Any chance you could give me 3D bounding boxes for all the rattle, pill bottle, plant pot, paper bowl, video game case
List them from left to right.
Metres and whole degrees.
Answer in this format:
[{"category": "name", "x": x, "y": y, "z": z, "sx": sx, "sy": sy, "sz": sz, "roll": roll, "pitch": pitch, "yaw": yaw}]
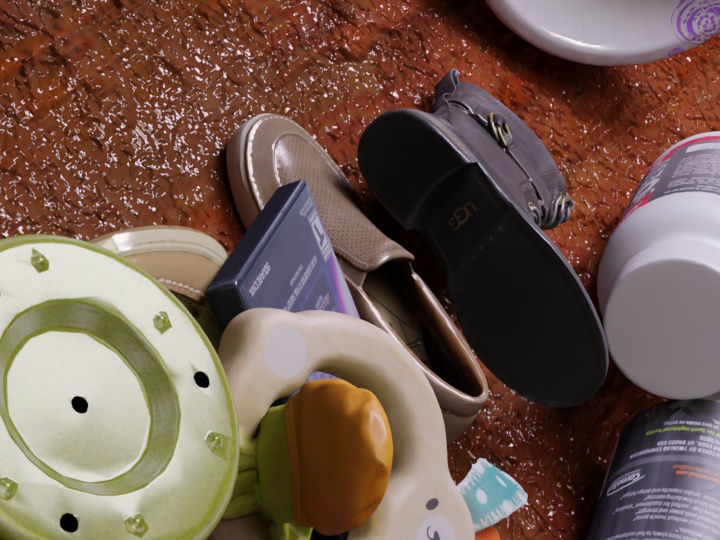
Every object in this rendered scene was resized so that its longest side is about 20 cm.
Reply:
[{"category": "plant pot", "x": -0.148, "y": 0.085, "z": 0.743, "sx": 0.200, "sy": 0.193, "sz": 0.201, "roll": 22, "pitch": 50, "yaw": -29}, {"category": "video game case", "x": -0.011, "y": 0.072, "z": 0.912, "sx": 0.143, "sy": 0.019, "sz": 0.201, "roll": -63, "pitch": 133, "yaw": -67}, {"category": "rattle", "x": 0.035, "y": 0.089, "z": 0.802, "sx": 0.200, "sy": 0.143, "sz": 0.131, "roll": 34, "pitch": 50, "yaw": -29}, {"category": "paper bowl", "x": 0.159, "y": -0.236, "z": 1.219, "sx": 0.200, "sy": 0.201, "sz": 0.105, "roll": 32, "pitch": 27, "yaw": -21}, {"category": "pill bottle", "x": 0.161, "y": 0.169, "z": 1.021, "sx": 0.106, "sy": 0.106, "sz": 0.200, "roll": 40, "pitch": 44, "yaw": -13}, {"category": "pill bottle", "x": 0.195, "y": -0.002, "z": 1.124, "sx": 0.111, "sy": 0.111, "sz": 0.200, "roll": 49, "pitch": 25, "yaw": -4}]

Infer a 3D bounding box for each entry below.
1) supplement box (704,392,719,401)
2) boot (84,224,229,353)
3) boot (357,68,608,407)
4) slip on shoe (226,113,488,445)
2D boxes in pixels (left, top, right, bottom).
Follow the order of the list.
[{"category": "supplement box", "x": 0.278, "y": 0.146, "z": 1.161, "sx": 0.126, "sy": 0.073, "sz": 0.201, "roll": 13, "pitch": 55, "yaw": -35}, {"category": "boot", "x": -0.072, "y": 0.073, "z": 0.865, "sx": 0.200, "sy": 0.073, "sz": 0.156, "roll": 43, "pitch": 30, "yaw": -68}, {"category": "boot", "x": 0.088, "y": -0.027, "z": 1.093, "sx": 0.200, "sy": 0.069, "sz": 0.174, "roll": 56, "pitch": 22, "yaw": 5}, {"category": "slip on shoe", "x": 0.000, "y": 0.000, "z": 1.025, "sx": 0.076, "sy": 0.061, "sz": 0.201, "roll": -13, "pitch": 72, "yaw": -45}]
